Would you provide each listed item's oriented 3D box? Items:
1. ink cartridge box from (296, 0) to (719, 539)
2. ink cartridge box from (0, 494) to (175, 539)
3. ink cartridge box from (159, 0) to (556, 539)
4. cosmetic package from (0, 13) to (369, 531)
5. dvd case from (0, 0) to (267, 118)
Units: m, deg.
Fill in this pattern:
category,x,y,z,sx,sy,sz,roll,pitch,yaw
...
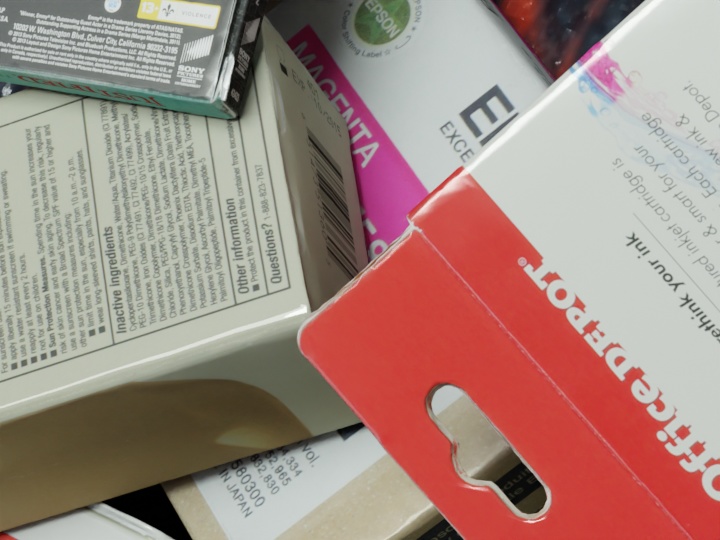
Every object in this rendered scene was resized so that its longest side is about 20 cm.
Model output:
category,x,y,z,sx,sy,sz,roll,pitch,yaw
ink cartridge box,0.095,-0.011,0.689,0.200,0.067,0.116,-41,89,9
ink cartridge box,-0.137,0.157,0.816,0.146,0.086,0.200,22,77,30
ink cartridge box,0.000,0.000,0.827,0.165,0.075,0.200,-39,58,6
cosmetic package,-0.099,0.013,0.774,0.199,0.071,0.105,-17,61,14
dvd case,-0.076,-0.149,0.765,0.146,0.022,0.201,10,81,23
